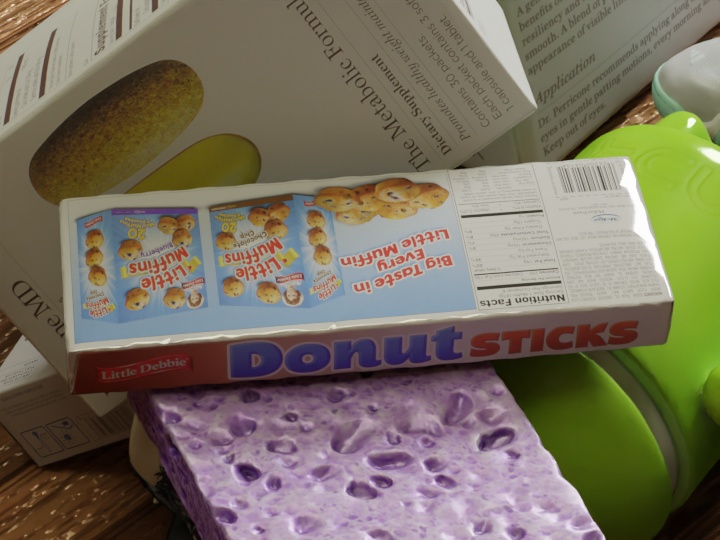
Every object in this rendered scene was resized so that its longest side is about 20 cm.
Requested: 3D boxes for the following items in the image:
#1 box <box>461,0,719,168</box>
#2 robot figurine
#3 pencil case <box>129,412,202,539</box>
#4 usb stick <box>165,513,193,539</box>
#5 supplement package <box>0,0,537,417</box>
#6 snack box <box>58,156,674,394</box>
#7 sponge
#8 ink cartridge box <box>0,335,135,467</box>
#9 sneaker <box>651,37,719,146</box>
[{"bbox_3d":[0.054,-0.181,1.056,0.199,0.172,0.199,23,50,39],"label":"box"},{"bbox_3d":[0.094,0.026,0.820,0.175,0.116,0.200,12,47,43],"label":"robot figurine"},{"bbox_3d":[-0.009,0.111,0.750,0.077,0.090,0.200,-11,46,-27],"label":"pencil case"},{"bbox_3d":[-0.048,0.102,0.845,0.055,0.033,0.201,-2,38,14],"label":"usb stick"},{"bbox_3d":[-0.051,-0.061,0.813,0.200,0.114,0.110,-36,22,13],"label":"supplement package"},{"bbox_3d":[0.000,0.000,0.738,0.199,0.024,0.072,-5,47,-6],"label":"snack box"},{"bbox_3d":[0.012,0.082,0.695,0.111,0.030,0.200,-17,49,-19],"label":"sponge"},{"bbox_3d":[-0.058,0.013,0.891,0.199,0.044,0.094,-19,29,38],"label":"ink cartridge box"},{"bbox_3d":[0.220,-0.130,0.957,0.199,0.140,0.078,-7,38,10],"label":"sneaker"}]
